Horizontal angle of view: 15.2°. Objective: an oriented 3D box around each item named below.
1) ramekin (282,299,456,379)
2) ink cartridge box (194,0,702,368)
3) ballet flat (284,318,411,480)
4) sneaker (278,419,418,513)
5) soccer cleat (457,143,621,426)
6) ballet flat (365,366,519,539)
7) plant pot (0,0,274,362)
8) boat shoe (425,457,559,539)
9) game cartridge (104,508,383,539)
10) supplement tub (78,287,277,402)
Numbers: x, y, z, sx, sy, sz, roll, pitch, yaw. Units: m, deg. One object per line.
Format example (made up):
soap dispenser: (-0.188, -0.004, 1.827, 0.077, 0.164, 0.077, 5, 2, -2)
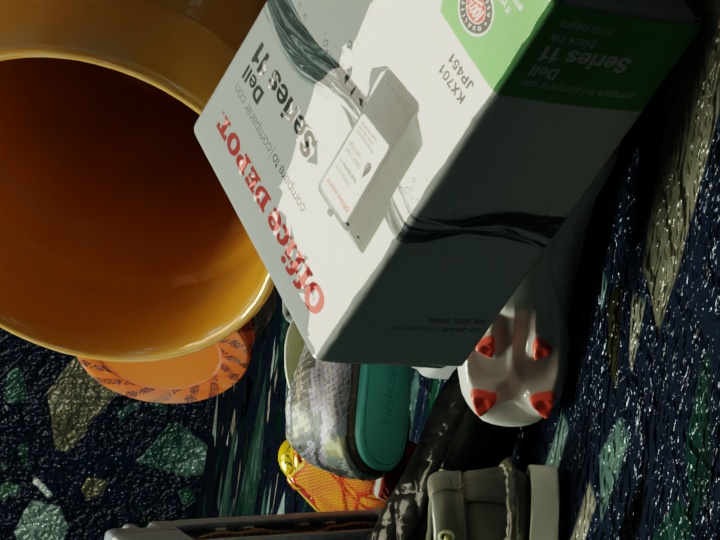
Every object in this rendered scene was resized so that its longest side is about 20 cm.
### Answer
ramekin: (0.018, -0.043, 1.545, 0.200, 0.104, 0.201, -173, 90, -84)
ink cartridge box: (0.029, -0.077, 1.104, 0.200, 0.083, 0.147, -57, 46, 33)
ballet flat: (0.000, 0.000, 1.301, 0.072, 0.072, 0.201, 123, 160, -76)
sneaker: (-0.009, 0.095, 1.409, 0.200, 0.077, 0.073, 79, -165, -61)
soccer cleat: (0.073, -0.027, 1.195, 0.078, 0.069, 0.201, -88, 5, -66)
ballet flat: (0.025, 0.110, 1.298, 0.066, 0.057, 0.201, 23, -86, -58)
plant pot: (-0.117, -0.088, 1.377, 0.184, 0.199, 0.201, -74, -2, -46)
boat shoe: (0.043, 0.157, 1.246, 0.202, 0.060, 0.072, 104, 170, -48)
game cartridge: (-0.046, 0.187, 1.340, 0.041, 0.199, 0.134, 19, 106, 53)
supplement tub: (-0.103, -0.034, 1.529, 0.123, 0.122, 0.201, 105, 170, -50)
